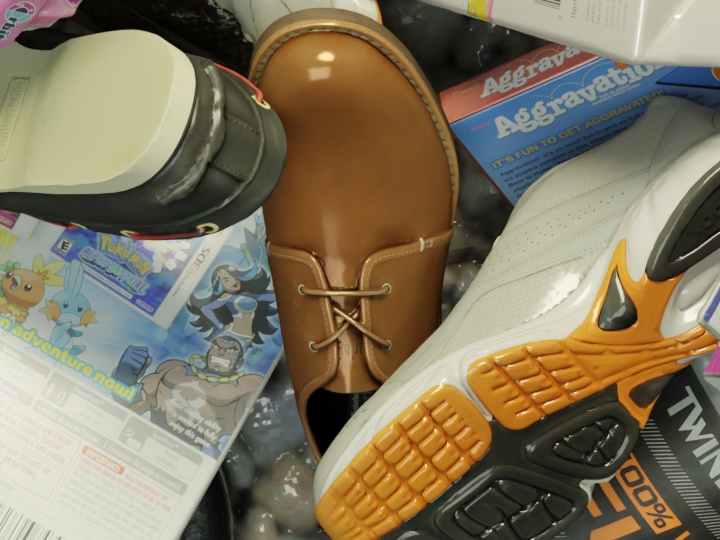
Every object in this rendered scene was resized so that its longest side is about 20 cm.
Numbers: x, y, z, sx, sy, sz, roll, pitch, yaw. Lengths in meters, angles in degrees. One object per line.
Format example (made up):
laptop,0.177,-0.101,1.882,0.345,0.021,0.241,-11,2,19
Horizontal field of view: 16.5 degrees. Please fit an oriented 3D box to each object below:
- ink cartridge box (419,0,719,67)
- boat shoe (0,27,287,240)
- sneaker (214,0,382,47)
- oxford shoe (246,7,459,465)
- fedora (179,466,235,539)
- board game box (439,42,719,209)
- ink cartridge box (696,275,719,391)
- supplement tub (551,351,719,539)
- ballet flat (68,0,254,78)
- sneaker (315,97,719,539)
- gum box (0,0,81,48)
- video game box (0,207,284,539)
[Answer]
ink cartridge box,0.068,-0.140,0.826,0.067,0.200,0.117,-2,105,-29
boat shoe,-0.109,-0.049,0.848,0.201,0.063,0.074,10,78,45
sneaker,-0.048,-0.127,0.845,0.092,0.076,0.200,-14,115,-9
oxford shoe,0.000,0.000,0.857,0.071,0.071,0.200,-3,131,8
fedora,-0.146,0.117,0.995,0.200,0.092,0.201,4,116,9
board game box,0.139,-0.068,0.881,0.200,0.019,0.103,-23,139,19
ink cartridge box,0.186,-0.029,0.796,0.200,0.043,0.197,37,76,-41
supplement tub,0.107,0.074,0.916,0.200,0.123,0.123,-37,100,22
ballet flat,-0.081,-0.112,0.925,0.200,0.046,0.067,38,153,0
sneaker,0.063,0.019,0.839,0.200,0.092,0.076,-38,119,-2
gum box,-0.136,-0.176,0.771,0.200,0.066,0.113,46,123,0
video game box,-0.133,0.015,0.928,0.200,0.047,0.182,30,75,-1
